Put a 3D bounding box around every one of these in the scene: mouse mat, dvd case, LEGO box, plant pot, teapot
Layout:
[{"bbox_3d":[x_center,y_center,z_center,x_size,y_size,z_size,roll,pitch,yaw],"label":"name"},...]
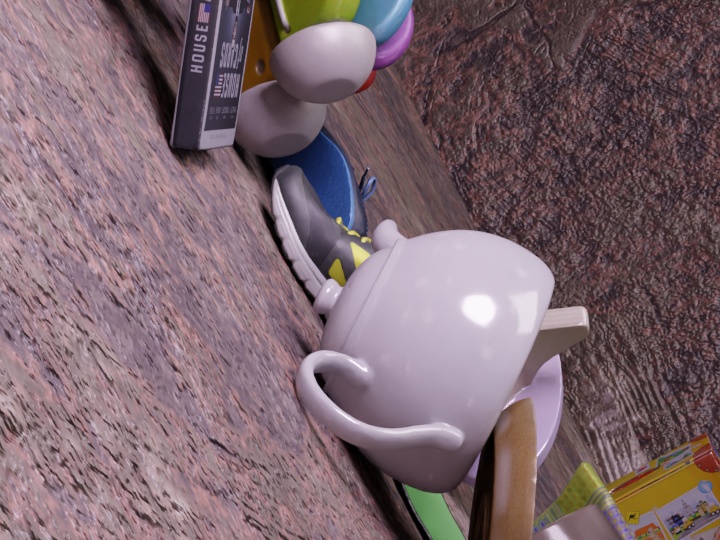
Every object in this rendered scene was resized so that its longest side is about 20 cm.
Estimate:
[{"bbox_3d":[0.085,0.242,1.741,0.200,0.008,0.161,62,7,12],"label":"mouse mat"},{"bbox_3d":[-0.096,-0.184,1.586,0.150,0.025,0.201,-37,135,-83],"label":"dvd case"},{"bbox_3d":[0.351,0.306,2.663,0.149,0.200,0.077,61,7,-8],"label":"LEGO box"},{"bbox_3d":[0.092,0.184,1.556,0.200,0.027,0.201,-172,-90,-89],"label":"plant pot"},{"bbox_3d":[0.035,0.050,1.584,0.146,0.198,0.200,26,-15,-1],"label":"teapot"}]

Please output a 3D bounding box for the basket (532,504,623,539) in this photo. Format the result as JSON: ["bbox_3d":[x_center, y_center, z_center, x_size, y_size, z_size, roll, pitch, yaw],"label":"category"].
[{"bbox_3d":[0.183,0.288,1.714,0.200,0.136,0.180,59,-13,13],"label":"basket"}]

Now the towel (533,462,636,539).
[{"bbox_3d":[0.183,0.272,1.857,0.023,0.144,0.200,12,41,-37],"label":"towel"}]

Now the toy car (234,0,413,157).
[{"bbox_3d":[-0.032,-0.194,1.810,0.150,0.200,0.176,1,62,-31],"label":"toy car"}]

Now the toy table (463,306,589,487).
[{"bbox_3d":[0.103,0.073,1.947,0.117,0.183,0.200,75,-1,-58],"label":"toy table"}]

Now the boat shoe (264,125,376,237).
[{"bbox_3d":[-0.027,-0.077,1.889,0.069,0.084,0.200,40,22,-41],"label":"boat shoe"}]

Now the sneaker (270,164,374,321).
[{"bbox_3d":[0.000,0.000,1.773,0.200,0.084,0.074,60,6,-6],"label":"sneaker"}]
